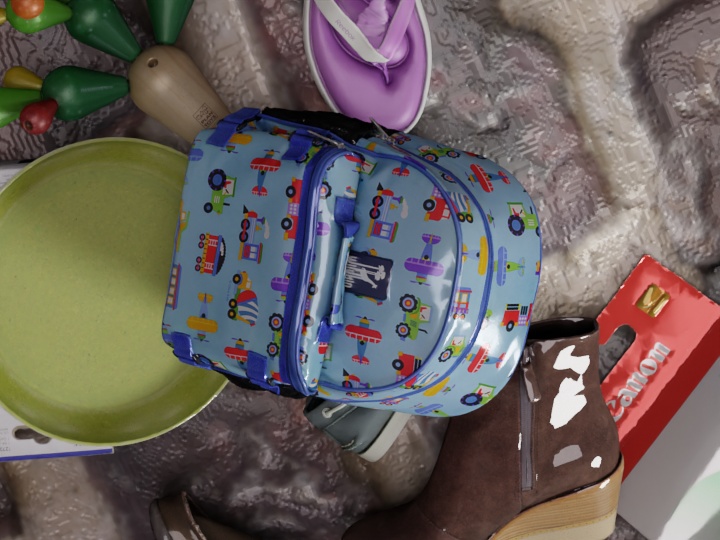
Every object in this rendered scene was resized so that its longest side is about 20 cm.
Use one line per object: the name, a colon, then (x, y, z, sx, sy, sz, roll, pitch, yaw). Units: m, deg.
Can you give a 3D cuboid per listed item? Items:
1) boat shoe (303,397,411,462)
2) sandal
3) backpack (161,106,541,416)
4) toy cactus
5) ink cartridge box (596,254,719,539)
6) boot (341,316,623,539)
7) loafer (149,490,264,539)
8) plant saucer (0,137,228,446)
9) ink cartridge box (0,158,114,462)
boat shoe: (0.029, 0.032, 1.045, 0.062, 0.073, 0.200, 26, 105, -11)
sandal: (0.001, -0.181, 1.009, 0.082, 0.050, 0.203, -6, 102, 0)
backpack: (0.000, 0.000, 0.962, 0.200, 0.135, 0.183, 17, 97, 31)
toy cactus: (-0.144, -0.146, 0.980, 0.165, 0.102, 0.200, 43, 68, -16)
ink cartridge box: (0.230, 0.110, 1.079, 0.200, 0.050, 0.161, 34, 99, -10)
boot: (0.070, 0.116, 1.045, 0.200, 0.072, 0.166, -11, 116, 1)
loafer: (-0.061, 0.211, 1.086, 0.071, 0.073, 0.200, -45, 109, 3)
plant saucer: (-0.162, 0.013, 1.027, 0.200, 0.031, 0.200, -4, 100, -24)
ink cartridge box: (-0.218, 0.026, 1.055, 0.095, 0.037, 0.200, -4, 100, -2)
